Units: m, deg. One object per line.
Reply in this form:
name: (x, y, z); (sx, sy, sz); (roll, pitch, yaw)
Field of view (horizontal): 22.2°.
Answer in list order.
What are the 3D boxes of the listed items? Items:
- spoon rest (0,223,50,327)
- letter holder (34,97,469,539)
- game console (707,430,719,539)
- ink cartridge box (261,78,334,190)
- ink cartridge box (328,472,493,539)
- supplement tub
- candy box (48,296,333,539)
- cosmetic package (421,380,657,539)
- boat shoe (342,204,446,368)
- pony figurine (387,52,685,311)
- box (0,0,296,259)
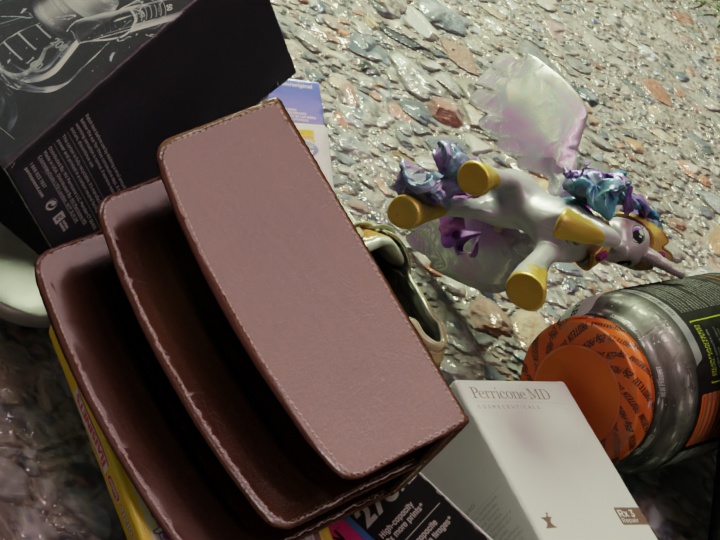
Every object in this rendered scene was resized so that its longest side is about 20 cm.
spoon rest: (-0.161, -0.021, 1.094); (0.099, 0.061, 0.200); (46, 34, 16)
letter holder: (-0.065, 0.037, 0.945); (0.142, 0.101, 0.201); (-23, 74, -29)
game console: (0.299, 0.104, 1.247); (0.031, 0.201, 0.176); (9, 6, 42)
ink cartridge box: (-0.073, -0.024, 1.085); (0.119, 0.042, 0.201); (3, 66, -21)
ink cartridge box: (0.026, 0.169, 1.003); (0.200, 0.095, 0.037); (42, -10, 12)
supplement tub: (0.206, 0.069, 1.251); (0.199, 0.123, 0.123); (-7, 52, -47)
candy box: (-0.085, 0.102, 0.979); (0.102, 0.026, 0.201); (-16, 70, -24)
cosmetic package: (0.115, 0.162, 1.104); (0.101, 0.074, 0.201); (3, 47, -40)
boat shoe: (0.000, 0.000, 1.202); (0.074, 0.069, 0.200); (-1, 48, -42)
pony figurine: (0.106, -0.042, 1.217); (0.193, 0.167, 0.200); (33, 19, 27)
box: (-0.175, -0.131, 1.045); (0.182, 0.104, 0.200); (-44, 56, -17)
